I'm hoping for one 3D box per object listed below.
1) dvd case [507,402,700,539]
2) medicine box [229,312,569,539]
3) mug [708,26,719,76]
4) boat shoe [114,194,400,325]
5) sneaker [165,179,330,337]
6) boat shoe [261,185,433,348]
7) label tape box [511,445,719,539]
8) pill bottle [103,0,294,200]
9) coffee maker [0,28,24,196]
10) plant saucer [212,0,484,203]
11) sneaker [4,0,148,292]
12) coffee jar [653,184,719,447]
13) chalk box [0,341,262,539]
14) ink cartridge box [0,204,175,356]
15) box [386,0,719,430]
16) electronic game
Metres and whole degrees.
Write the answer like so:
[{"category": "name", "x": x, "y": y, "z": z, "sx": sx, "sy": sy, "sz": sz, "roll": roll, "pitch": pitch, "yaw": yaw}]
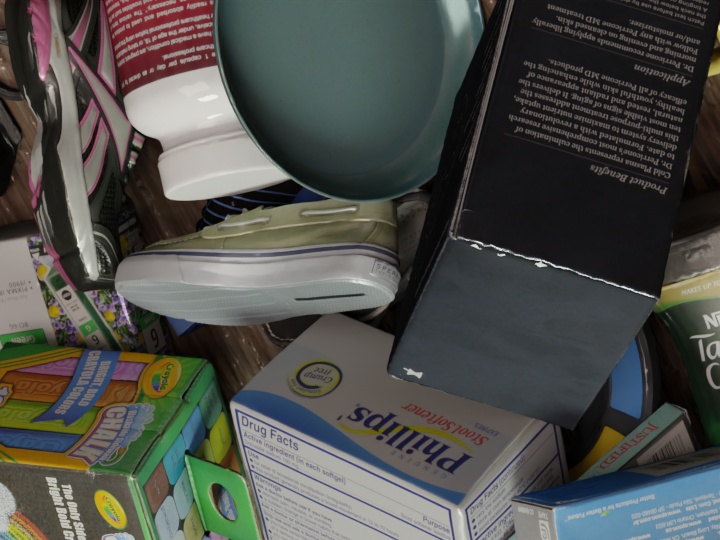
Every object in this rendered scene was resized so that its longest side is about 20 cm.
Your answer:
[{"category": "dvd case", "x": 0.171, "y": 0.197, "z": 1.720, "sx": 0.022, "sy": 0.146, "sz": 0.200, "roll": 27, "pitch": 150, "yaw": 48}, {"category": "medicine box", "x": 0.034, "y": 0.151, "z": 1.741, "sx": 0.182, "sy": 0.103, "sz": 0.200, "roll": 22, "pitch": 140, "yaw": 34}, {"category": "mug", "x": 0.137, "y": -0.197, "z": 1.623, "sx": 0.153, "sy": 0.149, "sz": 0.187, "roll": -9, "pitch": 90, "yaw": 32}, {"category": "boat shoe", "x": -0.060, "y": -0.007, "z": 1.740, "sx": 0.200, "sy": 0.072, "sz": 0.062, "roll": -3, "pitch": 64, "yaw": 29}, {"category": "sneaker", "x": -0.069, "y": -0.043, "z": 1.803, "sx": 0.200, "sy": 0.070, "sz": 0.078, "roll": -44, "pitch": 79, "yaw": 25}, {"category": "boat shoe", "x": 0.000, "y": 0.000, "z": 1.768, "sx": 0.200, "sy": 0.060, "sz": 0.074, "roll": -25, "pitch": 77, "yaw": 39}, {"category": "label tape box", "x": 0.176, "y": 0.215, "z": 1.638, "sx": 0.063, "sy": 0.144, "sz": 0.200, "roll": 180, "pitch": 79, "yaw": -67}, {"category": "pill bottle", "x": -0.096, "y": -0.149, "z": 1.715, "sx": 0.113, "sy": 0.113, "sz": 0.200, "roll": -14, "pitch": 82, "yaw": 25}, {"category": "coffee maker", "x": -0.319, "y": -0.065, "z": 1.812, "sx": 0.135, "sy": 0.200, "sz": 0.192, "roll": 33, "pitch": 117, "yaw": 7}, {"category": "plant saucer", "x": -0.010, "y": -0.139, "z": 1.685, "sx": 0.027, "sy": 0.200, "sz": 0.200, "roll": -6, "pitch": 108, "yaw": 52}, {"category": "sneaker", "x": -0.164, "y": -0.088, "z": 1.794, "sx": 0.086, "sy": 0.080, "sz": 0.200, "roll": -9, "pitch": 95, "yaw": -21}, {"category": "coffee jar", "x": 0.238, "y": 0.045, "z": 1.698, "sx": 0.104, "sy": 0.085, "sz": 0.200, "roll": -20, "pitch": 100, "yaw": 22}, {"category": "chalk box", "x": -0.152, "y": 0.134, "z": 1.796, "sx": 0.200, "sy": 0.124, "sz": 0.125, "roll": 5, "pitch": 127, "yaw": 23}, {"category": "ink cartridge box", "x": -0.182, "y": 0.063, "z": 1.887, "sx": 0.109, "sy": 0.050, "sz": 0.200, "roll": -9, "pitch": 104, "yaw": 24}, {"category": "box", "x": 0.107, "y": -0.046, "z": 1.594, "sx": 0.124, "sy": 0.197, "sz": 0.200, "roll": 18, "pitch": 155, "yaw": -2}, {"category": "electronic game", "x": 0.100, "y": 0.059, "z": 1.754, "sx": 0.200, "sy": 0.042, "sz": 0.200, "roll": 12, "pitch": 109, "yaw": 38}]
